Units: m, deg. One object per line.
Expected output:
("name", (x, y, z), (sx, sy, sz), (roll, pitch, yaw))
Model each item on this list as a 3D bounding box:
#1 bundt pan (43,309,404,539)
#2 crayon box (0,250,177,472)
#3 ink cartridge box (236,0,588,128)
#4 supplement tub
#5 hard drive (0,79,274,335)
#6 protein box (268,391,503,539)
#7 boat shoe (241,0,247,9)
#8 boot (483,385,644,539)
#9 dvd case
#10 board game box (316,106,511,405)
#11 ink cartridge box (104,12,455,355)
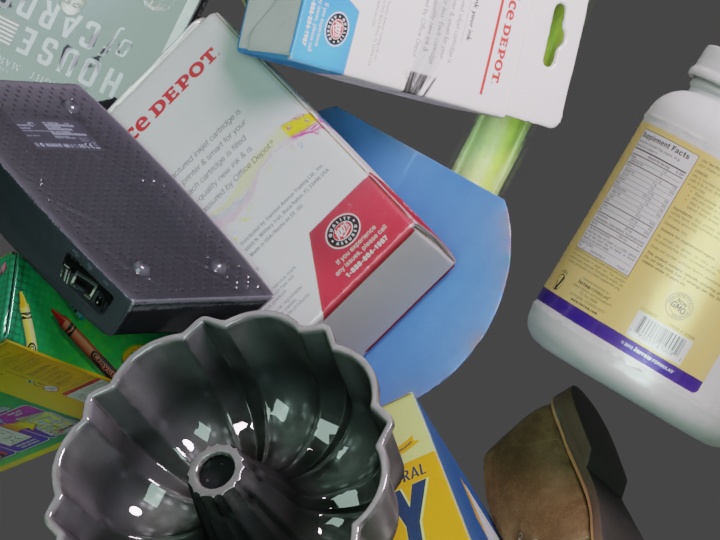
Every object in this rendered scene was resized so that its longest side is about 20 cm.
("bundt pan", (-0.066, 0.126, 1.566), (0.202, 0.076, 0.202), (-11, 54, 16))
("crayon box", (-0.212, 0.059, 1.696), (0.200, 0.119, 0.058), (-23, 54, 45))
("ink cartridge box", (0.036, -0.161, 1.724), (0.200, 0.068, 0.116), (13, 91, -34))
("supplement tub", (0.205, -0.014, 1.684), (0.145, 0.145, 0.200), (31, 92, 6))
("hard drive", (-0.154, -0.036, 1.644), (0.200, 0.135, 0.042), (46, 117, 28))
("protein box", (0.030, 0.217, 1.641), (0.135, 0.200, 0.199), (-25, 52, 5))
("boat shoe", (-0.032, -0.240, 1.750), (0.075, 0.068, 0.200), (5, 90, -23))
("boot", (0.126, 0.164, 1.700), (0.075, 0.074, 0.200), (-29, 43, 14))
("dvd case", (-0.169, -0.185, 1.797), (0.150, 0.025, 0.200), (26, 91, 7))
("board game box", (0.000, 0.000, 1.758), (0.200, 0.039, 0.158), (30, 86, 26))
("ink cartridge box", (-0.065, -0.032, 1.723), (0.146, 0.083, 0.200), (-44, 64, 4))
